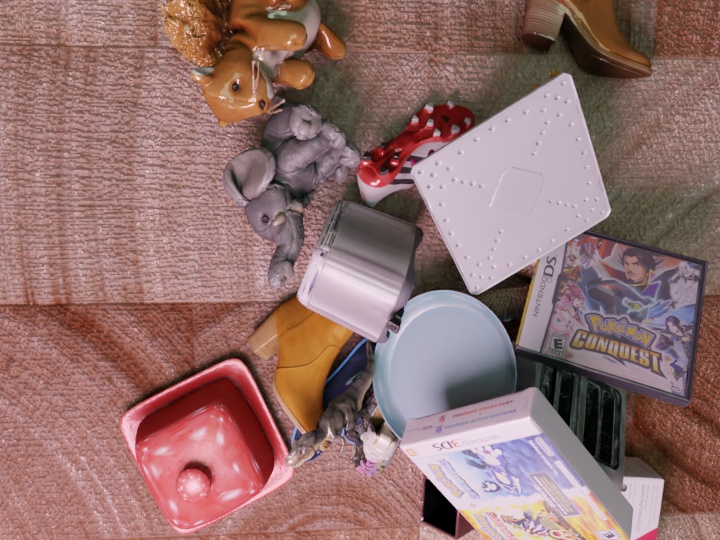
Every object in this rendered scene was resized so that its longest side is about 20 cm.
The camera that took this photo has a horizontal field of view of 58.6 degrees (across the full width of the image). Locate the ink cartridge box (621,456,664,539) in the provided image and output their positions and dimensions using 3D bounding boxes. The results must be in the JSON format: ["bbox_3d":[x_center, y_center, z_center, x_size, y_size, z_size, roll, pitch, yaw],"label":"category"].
[{"bbox_3d":[0.320,0.351,0.932,0.195,0.083,0.149,4,96,-6],"label":"ink cartridge box"}]

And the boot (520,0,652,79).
[{"bbox_3d":[0.323,-0.357,0.863,0.196,0.077,0.159,20,91,0],"label":"boot"}]

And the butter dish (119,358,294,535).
[{"bbox_3d":[-0.208,0.253,0.842,0.197,0.148,0.203,-25,98,-1],"label":"butter dish"}]

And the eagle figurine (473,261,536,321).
[{"bbox_3d":[0.223,0.015,0.866,0.196,0.153,0.153,19,115,-12],"label":"eagle figurine"}]

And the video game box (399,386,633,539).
[{"bbox_3d":[0.169,0.228,0.711,0.181,0.047,0.201,-25,113,43],"label":"video game box"}]

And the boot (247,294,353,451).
[{"bbox_3d":[-0.052,0.113,0.841,0.143,0.071,0.202,-36,62,-1],"label":"boot"}]

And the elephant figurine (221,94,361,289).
[{"bbox_3d":[-0.103,-0.105,0.808,0.141,0.155,0.202,37,89,-15],"label":"elephant figurine"}]

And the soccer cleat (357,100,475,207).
[{"bbox_3d":[0.074,-0.157,0.864,0.199,0.086,0.069,-37,69,-22],"label":"soccer cleat"}]

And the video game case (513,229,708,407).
[{"bbox_3d":[0.300,0.044,0.768,0.196,0.026,0.184,16,65,14],"label":"video game case"}]

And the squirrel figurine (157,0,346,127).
[{"bbox_3d":[-0.144,-0.271,0.776,0.197,0.142,0.189,27,76,17],"label":"squirrel figurine"}]

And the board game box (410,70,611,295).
[{"bbox_3d":[0.177,-0.094,0.745,0.197,0.026,0.201,-30,124,4],"label":"board game box"}]

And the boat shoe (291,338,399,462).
[{"bbox_3d":[-0.021,0.182,0.875,0.202,0.068,0.084,-56,142,5],"label":"boat shoe"}]

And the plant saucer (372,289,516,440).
[{"bbox_3d":[0.105,0.128,0.806,0.196,0.027,0.205,-7,78,32],"label":"plant saucer"}]

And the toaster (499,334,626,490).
[{"bbox_3d":[0.241,0.185,0.827,0.179,0.118,0.204,29,60,-24],"label":"toaster"}]

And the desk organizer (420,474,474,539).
[{"bbox_3d":[0.137,0.257,0.895,0.076,0.071,0.205,-3,99,-47],"label":"desk organizer"}]

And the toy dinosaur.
[{"bbox_3d":[-0.013,0.183,0.796,0.047,0.200,0.089,-8,119,39],"label":"toy dinosaur"}]

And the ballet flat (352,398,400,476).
[{"bbox_3d":[0.044,0.203,0.897,0.068,0.071,0.203,25,94,-8],"label":"ballet flat"}]

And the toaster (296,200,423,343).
[{"bbox_3d":[0.000,0.000,0.813,0.127,0.202,0.115,22,126,-3],"label":"toaster"}]
